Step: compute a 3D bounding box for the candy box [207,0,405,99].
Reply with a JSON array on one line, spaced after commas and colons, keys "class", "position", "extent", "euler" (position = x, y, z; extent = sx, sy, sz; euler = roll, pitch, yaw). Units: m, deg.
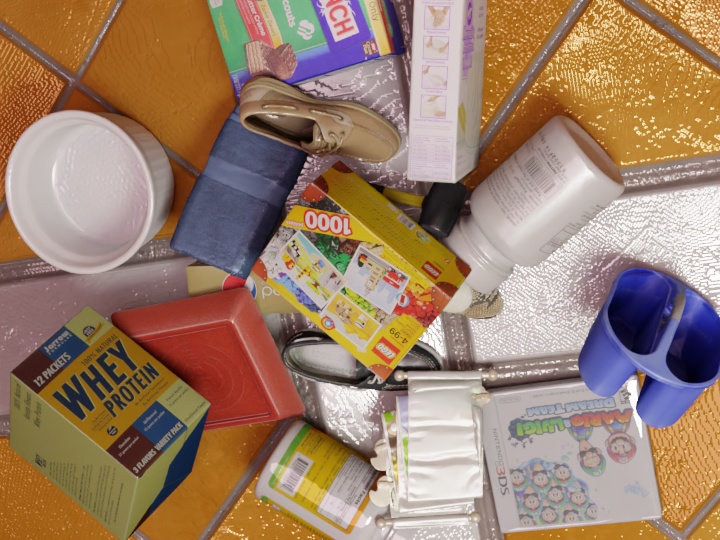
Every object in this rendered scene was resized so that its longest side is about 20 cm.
[{"class": "candy box", "position": [-0.068, -0.305, 1.429], "extent": [0.199, 0.077, 0.170], "euler": [-14, 98, 17]}]

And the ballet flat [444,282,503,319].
[{"class": "ballet flat", "position": [0.077, 0.001, 1.459], "extent": [0.200, 0.075, 0.068], "euler": [40, 122, 3]}]

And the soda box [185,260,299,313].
[{"class": "soda box", "position": [-0.109, 0.016, 1.518], "extent": [0.199, 0.068, 0.064], "euler": [-2, 101, 16]}]

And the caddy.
[{"class": "caddy", "position": [0.325, 0.075, 1.351], "extent": [0.141, 0.200, 0.105], "euler": [31, 125, 5]}]

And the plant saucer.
[{"class": "plant saucer", "position": [-0.195, 0.127, 1.543], "extent": [0.199, 0.037, 0.200], "euler": [-10, 120, 22]}]

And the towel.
[{"class": "towel", "position": [-0.142, -0.095, 1.483], "extent": [0.111, 0.049, 0.201], "euler": [25, 83, 8]}]

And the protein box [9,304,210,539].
[{"class": "protein box", "position": [-0.315, 0.192, 1.527], "extent": [0.200, 0.135, 0.199], "euler": [37, 144, 10]}]

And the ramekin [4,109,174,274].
[{"class": "ramekin", "position": [-0.331, -0.103, 1.537], "extent": [0.200, 0.098, 0.201], "euler": [3, 103, 15]}]

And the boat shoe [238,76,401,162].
[{"class": "boat shoe", "position": [-0.048, -0.159, 1.429], "extent": [0.199, 0.065, 0.071], "euler": [16, 135, -14]}]

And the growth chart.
[{"class": "growth chart", "position": [0.085, 0.212, 1.473], "extent": [0.144, 0.018, 0.201], "euler": [5, 86, 0]}]

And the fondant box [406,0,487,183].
[{"class": "fondant box", "position": [0.098, -0.207, 1.370], "extent": [0.058, 0.144, 0.201], "euler": [4, 104, 15]}]

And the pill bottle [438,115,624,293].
[{"class": "pill bottle", "position": [0.188, -0.069, 1.391], "extent": [0.200, 0.114, 0.114], "euler": [-43, 89, 22]}]

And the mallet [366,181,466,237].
[{"class": "mallet", "position": [0.032, -0.079, 1.435], "extent": [0.199, 0.041, 0.066], "euler": [7, 76, 37]}]

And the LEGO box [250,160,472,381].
[{"class": "LEGO box", "position": [0.000, 0.000, 1.390], "extent": [0.200, 0.077, 0.149], "euler": [39, 124, 4]}]

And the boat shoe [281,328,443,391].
[{"class": "boat shoe", "position": [0.001, 0.116, 1.514], "extent": [0.199, 0.060, 0.076], "euler": [3, 103, 15]}]

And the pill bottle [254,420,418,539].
[{"class": "pill bottle", "position": [-0.022, 0.283, 1.532], "extent": [0.200, 0.111, 0.111], "euler": [31, 108, 7]}]

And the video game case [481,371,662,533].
[{"class": "video game case", "position": [0.250, 0.222, 1.489], "extent": [0.199, 0.024, 0.183], "euler": [-9, 100, 17]}]
